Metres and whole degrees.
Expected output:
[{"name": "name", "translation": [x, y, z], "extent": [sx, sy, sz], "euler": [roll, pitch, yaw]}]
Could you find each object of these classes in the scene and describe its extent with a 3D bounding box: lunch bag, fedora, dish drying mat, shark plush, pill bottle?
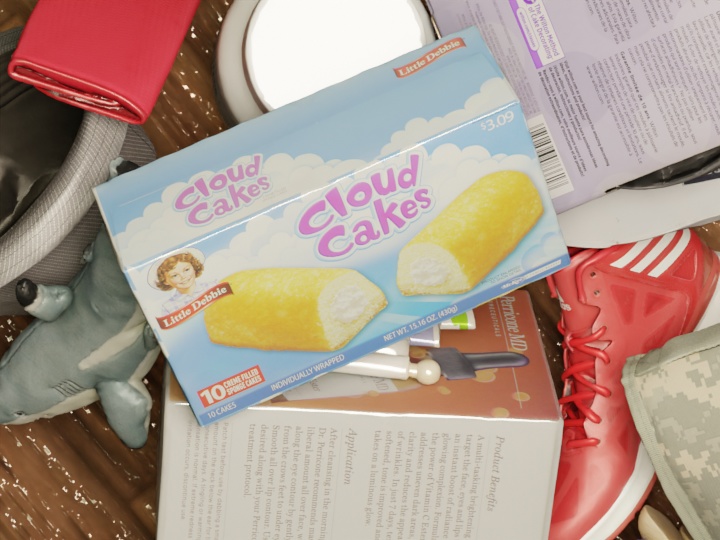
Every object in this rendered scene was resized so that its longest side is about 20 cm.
[{"name": "lunch bag", "translation": [0.249, 0.092, 1.320], "extent": [0.164, 0.118, 0.200], "euler": [-20, 115, 26]}, {"name": "fedora", "translation": [-0.185, -0.036, 1.351], "extent": [0.200, 0.177, 0.090], "euler": [-38, 134, 11]}, {"name": "dish drying mat", "translation": [-0.125, -0.142, 1.334], "extent": [0.077, 0.200, 0.018], "euler": [18, 125, -2]}, {"name": "shark plush", "translation": [-0.137, 0.024, 1.281], "extent": [0.083, 0.200, 0.091], "euler": [4, 63, -17]}, {"name": "pill bottle", "translation": [-0.019, -0.108, 1.326], "extent": [0.114, 0.200, 0.114], "euler": [0, 91, -5]}]

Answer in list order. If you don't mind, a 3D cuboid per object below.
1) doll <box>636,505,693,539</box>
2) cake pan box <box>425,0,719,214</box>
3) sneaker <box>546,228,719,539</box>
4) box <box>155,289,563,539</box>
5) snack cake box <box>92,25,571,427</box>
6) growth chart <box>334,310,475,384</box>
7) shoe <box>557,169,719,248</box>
[{"name": "doll", "translation": [0.116, 0.221, 1.394], "extent": [0.200, 0.048, 0.136], "euler": [-47, 137, 13]}, {"name": "cake pan box", "translation": [0.130, -0.138, 1.262], "extent": [0.184, 0.052, 0.200], "euler": [-23, 90, 29]}, {"name": "sneaker", "translation": [0.119, 0.052, 1.383], "extent": [0.116, 0.078, 0.200], "euler": [37, 72, -33]}, {"name": "box", "translation": [-0.006, 0.083, 1.339], "extent": [0.200, 0.152, 0.106], "euler": [3, 115, -6]}, {"name": "snack cake box", "translation": [-0.012, -0.021, 1.215], "extent": [0.200, 0.067, 0.115], "euler": [-24, 134, -1]}, {"name": "growth chart", "translation": [0.000, 0.000, 1.347], "extent": [0.145, 0.200, 0.018], "euler": [9, 122, 4]}, {"name": "shoe", "translation": [0.173, -0.056, 1.349], "extent": [0.200, 0.091, 0.072], "euler": [-8, 93, 18]}]
